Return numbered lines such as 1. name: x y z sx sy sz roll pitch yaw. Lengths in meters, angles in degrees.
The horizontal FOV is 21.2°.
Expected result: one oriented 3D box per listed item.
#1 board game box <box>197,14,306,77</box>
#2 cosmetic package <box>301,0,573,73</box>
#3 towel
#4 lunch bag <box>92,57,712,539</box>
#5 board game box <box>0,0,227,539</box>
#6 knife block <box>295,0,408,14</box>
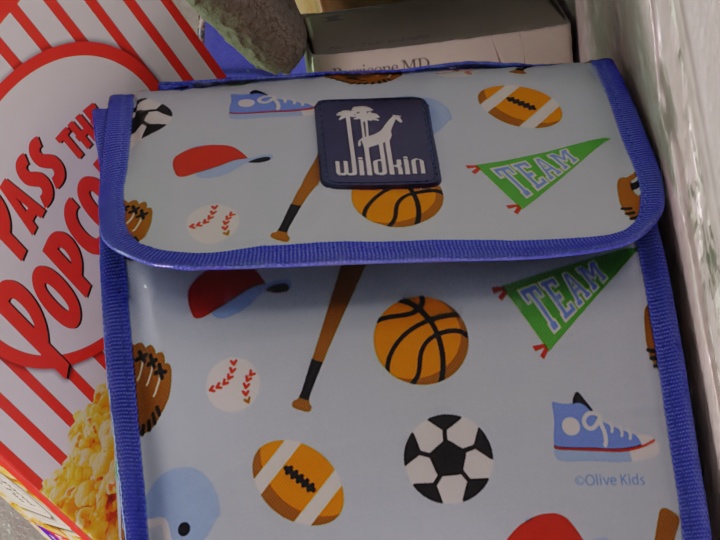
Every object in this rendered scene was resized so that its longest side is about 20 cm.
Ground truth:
1. board game box: -0.002 -0.052 1.054 0.200 0.158 0.098 82 -172 -68
2. cosmetic package: 0.038 -0.004 0.770 0.073 0.103 0.202 -100 3 -69
3. towel: -0.088 -0.165 0.731 0.132 0.034 0.200 42 -167 -44
4. lunch bag: 0.008 0.032 0.569 0.124 0.168 0.202 96 170 -69
5. board game box: -0.097 -0.009 0.637 0.152 0.046 0.200 -60 -39 -20
6. knife block: -0.025 -0.193 0.781 0.200 0.064 0.177 46 157 50
